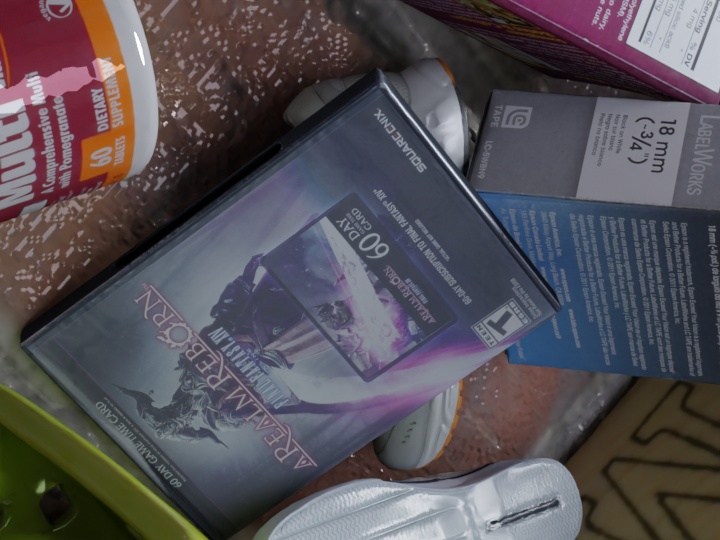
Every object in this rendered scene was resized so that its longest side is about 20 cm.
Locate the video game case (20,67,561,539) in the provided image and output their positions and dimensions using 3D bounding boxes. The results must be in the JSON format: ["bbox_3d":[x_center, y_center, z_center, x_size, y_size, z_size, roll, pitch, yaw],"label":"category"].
[{"bbox_3d":[-0.030,0.022,0.854,0.199,0.019,0.143,-35,117,11],"label":"video game case"}]

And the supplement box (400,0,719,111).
[{"bbox_3d":[0.070,-0.159,0.856,0.199,0.131,0.104,22,90,-34],"label":"supplement box"}]

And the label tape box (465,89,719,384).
[{"bbox_3d":[0.159,-0.009,0.886,0.145,0.198,0.064,71,30,-53],"label":"label tape box"}]

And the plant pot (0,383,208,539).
[{"bbox_3d":[-0.120,0.195,0.802,0.200,0.199,0.181,-53,130,-9],"label":"plant pot"}]

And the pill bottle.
[{"bbox_3d":[-0.187,-0.059,0.741,0.199,0.109,0.111,-22,113,-25],"label":"pill bottle"}]

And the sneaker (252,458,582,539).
[{"bbox_3d":[0.020,0.137,0.924,0.199,0.071,0.074,-4,74,-40],"label":"sneaker"}]

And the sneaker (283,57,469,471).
[{"bbox_3d":[0.000,0.000,0.903,0.091,0.076,0.202,-4,109,-8],"label":"sneaker"}]

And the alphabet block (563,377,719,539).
[{"bbox_3d":[0.222,0.165,0.995,0.200,0.196,0.196,-46,120,-12],"label":"alphabet block"}]
